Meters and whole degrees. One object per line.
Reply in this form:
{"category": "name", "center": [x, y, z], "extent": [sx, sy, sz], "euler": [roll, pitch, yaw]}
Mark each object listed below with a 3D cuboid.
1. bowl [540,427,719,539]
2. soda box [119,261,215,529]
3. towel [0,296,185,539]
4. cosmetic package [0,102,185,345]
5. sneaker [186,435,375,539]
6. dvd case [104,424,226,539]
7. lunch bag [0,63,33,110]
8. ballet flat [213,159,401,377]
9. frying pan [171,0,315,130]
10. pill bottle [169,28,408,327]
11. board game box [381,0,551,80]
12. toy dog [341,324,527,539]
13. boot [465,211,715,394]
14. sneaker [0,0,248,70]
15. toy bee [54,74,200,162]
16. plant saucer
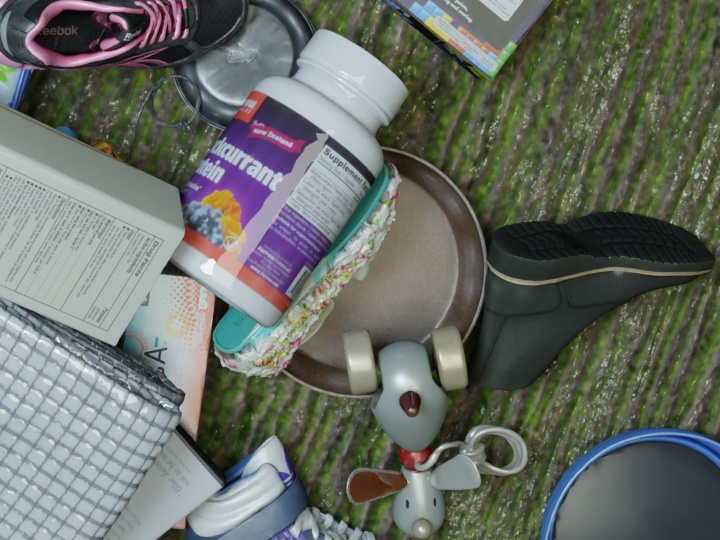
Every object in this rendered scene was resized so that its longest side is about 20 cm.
{"category": "bowl", "center": [0.244, 0.227, 1.363], "extent": [0.199, 0.039, 0.202], "euler": [-1, 99, -9]}
{"category": "soda box", "center": [-0.157, 0.095, 1.266], "extent": [0.068, 0.064, 0.201], "euler": [7, 98, -9]}
{"category": "towel", "center": [-0.245, 0.105, 1.145], "extent": [0.199, 0.086, 0.166], "euler": [33, 103, -10]}
{"category": "cosmetic package", "center": [-0.229, -0.042, 1.091], "extent": [0.199, 0.073, 0.104], "euler": [26, 112, -24]}
{"category": "sneaker", "center": [-0.039, 0.203, 1.293], "extent": [0.199, 0.081, 0.147], "euler": [-3, 104, -3]}
{"category": "dvd case", "center": [-0.221, 0.167, 1.229], "extent": [0.200, 0.018, 0.143], "euler": [-38, 103, 8]}
{"category": "lunch bag", "center": [-0.299, -0.201, 1.187], "extent": [0.160, 0.082, 0.201], "euler": [20, 97, -14]}
{"category": "ballet flat", "center": [-0.033, 0.001, 1.243], "extent": [0.200, 0.076, 0.064], "euler": [-47, 134, 5]}
{"category": "frying pan", "center": [-0.098, -0.126, 1.241], "extent": [0.114, 0.031, 0.191], "euler": [16, 86, 0]}
{"category": "pill bottle", "center": [-0.053, -0.070, 1.180], "extent": [0.111, 0.111, 0.200], "euler": [35, 85, -13]}
{"category": "board game box", "center": [0.069, -0.271, 1.244], "extent": [0.200, 0.057, 0.166], "euler": [38, 90, -12]}
{"category": "toy dog", "center": [0.045, 0.133, 1.257], "extent": [0.131, 0.096, 0.201], "euler": [-24, 119, 12]}
{"category": "boot", "center": [0.178, 0.030, 1.316], "extent": [0.199, 0.078, 0.139], "euler": [0, 122, -22]}
{"category": "sneaker", "center": [-0.163, -0.173, 1.155], "extent": [0.199, 0.095, 0.079], "euler": [-13, 108, -26]}
{"category": "toy bee", "center": [-0.212, -0.063, 1.190], "extent": [0.131, 0.109, 0.200], "euler": [31, 111, -26]}
{"category": "plant saucer", "center": [0.000, 0.000, 1.290], "extent": [0.199, 0.034, 0.202], "euler": [-1, 99, -9]}
